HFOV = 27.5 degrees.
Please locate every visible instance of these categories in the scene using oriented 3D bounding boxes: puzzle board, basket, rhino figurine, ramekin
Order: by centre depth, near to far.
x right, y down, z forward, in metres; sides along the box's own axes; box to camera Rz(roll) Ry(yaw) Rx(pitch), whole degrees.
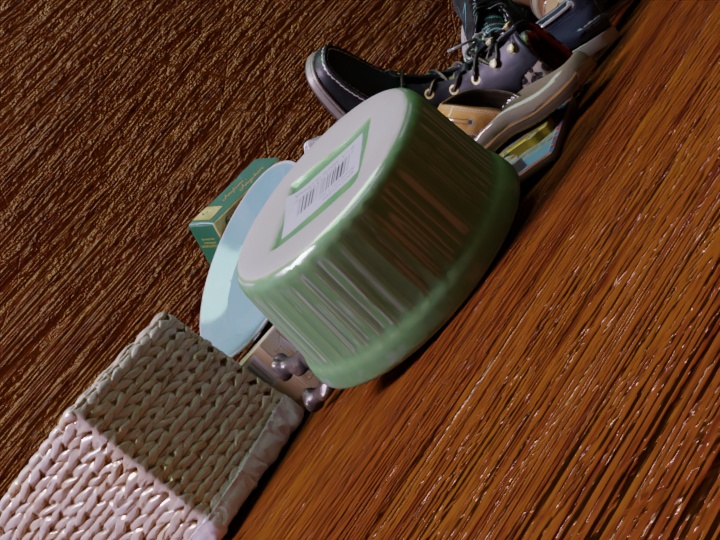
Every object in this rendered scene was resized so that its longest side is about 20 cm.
[{"bbox_3d":[0.005,-0.028,1.008,0.200,0.098,0.201,-42,20,19],"label":"ramekin"},{"bbox_3d":[0.078,-0.060,1.141,0.199,0.017,0.151,-36,9,24],"label":"puzzle board"},{"bbox_3d":[-0.032,0.008,1.221,0.087,0.059,0.202,-39,44,41],"label":"rhino figurine"},{"bbox_3d":[-0.184,0.174,1.249,0.199,0.160,0.200,-49,2,31],"label":"basket"}]

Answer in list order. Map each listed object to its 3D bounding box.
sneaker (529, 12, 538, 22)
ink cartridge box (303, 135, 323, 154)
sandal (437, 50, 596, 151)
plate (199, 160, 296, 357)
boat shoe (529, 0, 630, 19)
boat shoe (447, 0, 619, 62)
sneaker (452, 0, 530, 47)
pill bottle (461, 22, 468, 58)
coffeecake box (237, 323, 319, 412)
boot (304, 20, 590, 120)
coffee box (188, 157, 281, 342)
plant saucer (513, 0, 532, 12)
[{"bbox_3d":[0.161,-0.219,1.472,0.201,0.090,0.070,-51,4,-11],"label":"sneaker"},{"bbox_3d":[0.026,-0.094,1.409,0.144,0.084,0.200,-6,7,3],"label":"ink cartridge box"},{"bbox_3d":[0.092,-0.119,1.145,0.199,0.054,0.080,-34,11,29],"label":"sandal"},{"bbox_3d":[-0.094,-0.006,1.386,0.200,0.025,0.202,-43,35,40],"label":"plate"},{"bbox_3d":[0.243,-0.278,1.303,0.200,0.076,0.074,-41,38,13],"label":"boat shoe"},{"bbox_3d":[0.127,-0.185,1.284,0.198,0.062,0.075,-24,8,34],"label":"boat shoe"},{"bbox_3d":[0.132,-0.241,1.405,0.074,0.202,0.079,-16,-22,5],"label":"sneaker"},{"bbox_3d":[0.172,-0.266,1.639,0.115,0.114,0.200,-50,3,-4],"label":"pill bottle"},{"bbox_3d":[-0.065,0.081,1.397,0.154,0.073,0.200,-49,3,38],"label":"coffeecake box"},{"bbox_3d":[0.072,-0.158,1.204,0.154,0.202,0.074,-42,30,36],"label":"boot"},{"bbox_3d":[-0.089,-0.003,1.553,0.044,0.202,0.123,0,35,44],"label":"coffee box"},{"bbox_3d":[0.216,-0.311,1.344,0.201,0.199,0.036,-49,44,20],"label":"plant saucer"}]
